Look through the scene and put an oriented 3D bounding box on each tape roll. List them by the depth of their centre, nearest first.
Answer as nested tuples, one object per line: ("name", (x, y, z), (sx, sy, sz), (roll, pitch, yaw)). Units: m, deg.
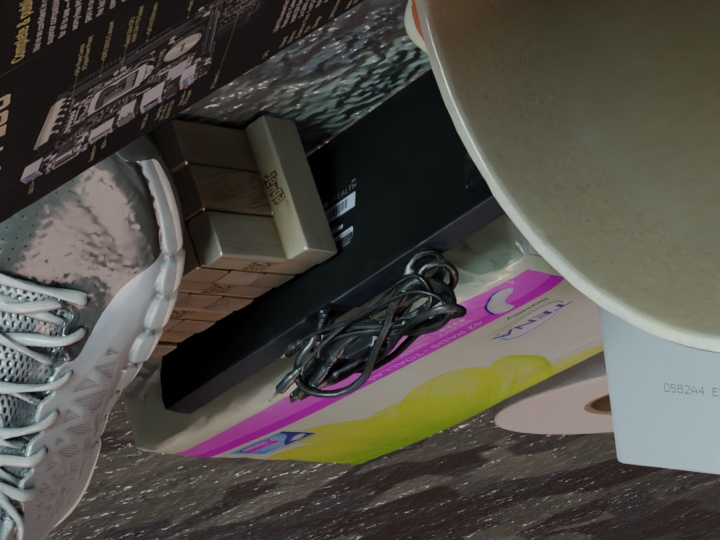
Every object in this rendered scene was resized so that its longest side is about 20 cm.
("tape roll", (0.163, 0.045, 1.203), (0.203, 0.037, 0.203), (-7, 167, -2))

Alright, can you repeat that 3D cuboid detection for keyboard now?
("keyboard", (0.000, 0.000, 0.849), (0.040, 0.104, 0.200), (26, 140, -30))

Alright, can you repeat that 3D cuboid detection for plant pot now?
("plant pot", (0.147, -0.094, 0.626), (0.200, 0.187, 0.187), (-18, 166, -38))

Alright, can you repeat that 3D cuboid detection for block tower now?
("block tower", (-0.104, 0.011, 0.868), (0.200, 0.054, 0.058), (-30, 160, 32))

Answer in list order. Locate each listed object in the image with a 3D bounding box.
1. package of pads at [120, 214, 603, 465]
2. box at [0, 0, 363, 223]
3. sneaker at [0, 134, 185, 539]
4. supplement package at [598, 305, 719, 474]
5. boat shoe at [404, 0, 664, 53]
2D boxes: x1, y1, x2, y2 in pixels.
("package of pads", (0.022, 0.017, 0.987), (0.200, 0.068, 0.154), (-27, 160, 29))
("box", (-0.040, -0.104, 0.445), (0.164, 0.086, 0.200), (-34, 169, -21))
("sneaker", (-0.112, 0.047, 0.775), (0.075, 0.116, 0.200), (18, 131, 2))
("supplement package", (0.204, -0.017, 0.858), (0.200, 0.151, 0.152), (-9, -176, -26))
("boat shoe", (0.111, -0.096, 0.730), (0.200, 0.071, 0.063), (-11, 167, -16))
